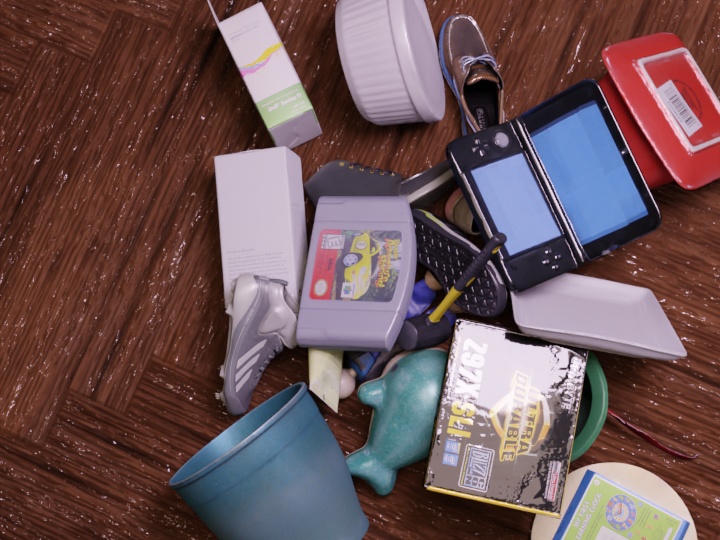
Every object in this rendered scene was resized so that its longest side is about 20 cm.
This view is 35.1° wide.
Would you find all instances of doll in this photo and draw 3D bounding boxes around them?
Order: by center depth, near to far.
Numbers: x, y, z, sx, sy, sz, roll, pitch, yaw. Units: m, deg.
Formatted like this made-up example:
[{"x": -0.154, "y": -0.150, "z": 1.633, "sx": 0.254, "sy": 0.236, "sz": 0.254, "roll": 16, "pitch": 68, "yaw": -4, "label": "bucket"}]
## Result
[{"x": 0.033, "y": 0.088, "z": 1.446, "sx": 0.200, "sy": 0.048, "sz": 0.137, "roll": -43, "pitch": 80, "yaw": 3, "label": "doll"}]

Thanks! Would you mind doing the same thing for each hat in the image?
[{"x": 0.272, "y": 0.183, "z": 1.425, "sx": 0.166, "sy": 0.176, "sz": 0.200, "roll": -41, "pitch": 54, "yaw": 20, "label": "hat"}]

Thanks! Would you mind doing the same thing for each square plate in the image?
[{"x": 0.270, "y": 0.051, "z": 1.360, "sx": 0.197, "sy": 0.200, "sz": 0.029, "roll": 10, "pitch": 111, "yaw": -2, "label": "square plate"}]

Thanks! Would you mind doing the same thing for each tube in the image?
[{"x": -0.044, "y": 0.071, "z": 1.421, "sx": 0.058, "sy": 0.052, "sz": 0.201, "roll": 13, "pitch": 58, "yaw": -21, "label": "tube"}]

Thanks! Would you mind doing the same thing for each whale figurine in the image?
[{"x": 0.063, "y": 0.191, "z": 1.391, "sx": 0.159, "sy": 0.104, "sz": 0.200, "roll": 37, "pitch": 96, "yaw": -18, "label": "whale figurine"}]

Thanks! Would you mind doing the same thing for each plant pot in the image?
[{"x": -0.093, "y": 0.268, "z": 1.361, "sx": 0.200, "sy": 0.200, "sz": 0.188, "roll": -36, "pitch": 93, "yaw": -2, "label": "plant pot"}]

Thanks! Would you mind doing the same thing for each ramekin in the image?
[{"x": 0.037, "y": -0.277, "z": 1.441, "sx": 0.094, "sy": 0.202, "sz": 0.203, "roll": -12, "pitch": 79, "yaw": 15, "label": "ramekin"}]

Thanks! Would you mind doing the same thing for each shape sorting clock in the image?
[{"x": 0.307, "y": 0.335, "z": 1.384, "sx": 0.199, "sy": 0.039, "sz": 0.201, "roll": -2, "pitch": 79, "yaw": 9, "label": "shape sorting clock"}]

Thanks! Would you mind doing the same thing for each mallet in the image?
[{"x": 0.104, "y": 0.027, "z": 1.324, "sx": 0.066, "sy": 0.200, "sz": 0.041, "roll": -15, "pitch": 60, "yaw": -35, "label": "mallet"}]

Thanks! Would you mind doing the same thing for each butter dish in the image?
[{"x": 0.356, "y": -0.177, "z": 1.423, "sx": 0.148, "sy": 0.199, "sz": 0.200, "roll": -35, "pitch": 80, "yaw": 44, "label": "butter dish"}]

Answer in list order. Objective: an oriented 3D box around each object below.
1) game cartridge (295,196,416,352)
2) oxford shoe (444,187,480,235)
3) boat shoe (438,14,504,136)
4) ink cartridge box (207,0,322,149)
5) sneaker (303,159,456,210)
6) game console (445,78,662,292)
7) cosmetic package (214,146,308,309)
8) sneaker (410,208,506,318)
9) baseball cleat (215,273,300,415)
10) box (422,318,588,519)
[{"x": 0.000, "y": 0.000, "z": 1.381, "sx": 0.133, "sy": 0.041, "sz": 0.201, "roll": 2, "pitch": 66, "yaw": 13, "label": "game cartridge"}, {"x": 0.201, "y": -0.115, "z": 1.444, "sx": 0.200, "sy": 0.074, "sz": 0.071, "roll": -45, "pitch": 120, "yaw": 3, "label": "oxford shoe"}, {"x": 0.155, "y": -0.247, "z": 1.478, "sx": 0.072, "sy": 0.072, "sz": 0.201, "roll": -14, "pitch": 81, "yaw": -8, "label": "boat shoe"}, {"x": -0.125, "y": -0.266, "z": 1.486, "sx": 0.067, "sy": 0.117, "sz": 0.201, "roll": -26, "pitch": 80, "yaw": -1, "label": "ink cartridge box"}, {"x": 0.027, "y": -0.116, "z": 1.469, "sx": 0.200, "sy": 0.075, "sz": 0.106, "roll": -28, "pitch": 79, "yaw": 1, "label": "sneaker"}, {"x": 0.226, "y": -0.101, "z": 1.345, "sx": 0.170, "sy": 0.118, "sz": 0.201, "roll": -21, "pitch": 83, "yaw": -31, "label": "game console"}, {"x": -0.124, "y": -0.050, "z": 1.459, "sx": 0.101, "sy": 0.074, "sz": 0.201, "roll": -5, "pitch": 83, "yaw": 13, "label": "cosmetic package"}, {"x": 0.127, "y": -0.018, "z": 1.417, "sx": 0.200, "sy": 0.083, "sz": 0.072, "roll": 47, "pitch": 121, "yaw": 35, "label": "sneaker"}, {"x": -0.121, "y": 0.101, "z": 1.408, "sx": 0.106, "sy": 0.070, "sz": 0.201, "roll": 9, "pitch": 120, "yaw": 6, "label": "baseball cleat"}, {"x": 0.167, "y": 0.169, "z": 1.309, "sx": 0.159, "sy": 0.049, "sz": 0.201, "roll": 12, "pitch": 79, "yaw": 3, "label": "box"}]
